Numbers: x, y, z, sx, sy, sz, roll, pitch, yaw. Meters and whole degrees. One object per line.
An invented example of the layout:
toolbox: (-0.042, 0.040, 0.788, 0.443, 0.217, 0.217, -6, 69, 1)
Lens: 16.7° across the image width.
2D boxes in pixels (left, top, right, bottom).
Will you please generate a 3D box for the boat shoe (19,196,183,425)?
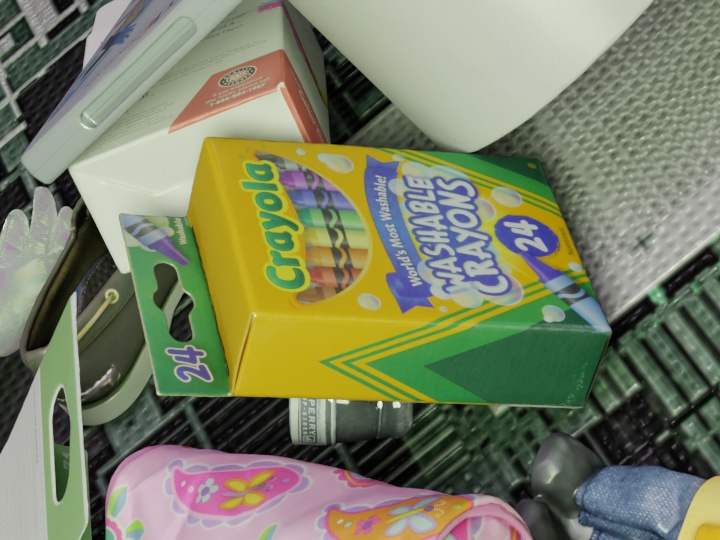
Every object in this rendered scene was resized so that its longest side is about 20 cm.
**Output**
boat shoe: (-0.123, -0.018, 1.310, 0.072, 0.060, 0.203, -3, 54, 38)

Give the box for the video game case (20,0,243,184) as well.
video game case: (-0.070, -0.148, 1.162, 0.182, 0.022, 0.200, -38, 17, 40)

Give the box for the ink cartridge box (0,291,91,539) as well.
ink cartridge box: (-0.144, 0.131, 1.134, 0.201, 0.048, 0.146, -58, 28, 35)

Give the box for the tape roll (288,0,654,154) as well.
tape roll: (0.062, -0.175, 1.173, 0.203, 0.139, 0.203, -44, 12, 12)

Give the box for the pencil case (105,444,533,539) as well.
pencil case: (-0.021, 0.123, 1.015, 0.199, 0.087, 0.088, 5, 59, 43)

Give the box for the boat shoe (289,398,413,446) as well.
boat shoe: (0.001, 0.011, 1.182, 0.067, 0.072, 0.201, 1, 33, 0)

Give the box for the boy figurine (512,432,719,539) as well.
boy figurine: (0.149, 0.118, 0.965, 0.199, 0.064, 0.125, 7, 58, 47)

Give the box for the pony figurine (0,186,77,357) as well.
pony figurine: (-0.254, 0.043, 1.301, 0.194, 0.166, 0.200, -61, 16, 25)

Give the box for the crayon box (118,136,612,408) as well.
crayon box: (0.000, 0.000, 1.100, 0.126, 0.198, 0.052, -108, 27, -47)

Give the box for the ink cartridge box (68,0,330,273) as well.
ink cartridge box: (-0.079, -0.091, 1.252, 0.116, 0.068, 0.200, -21, 29, 10)
